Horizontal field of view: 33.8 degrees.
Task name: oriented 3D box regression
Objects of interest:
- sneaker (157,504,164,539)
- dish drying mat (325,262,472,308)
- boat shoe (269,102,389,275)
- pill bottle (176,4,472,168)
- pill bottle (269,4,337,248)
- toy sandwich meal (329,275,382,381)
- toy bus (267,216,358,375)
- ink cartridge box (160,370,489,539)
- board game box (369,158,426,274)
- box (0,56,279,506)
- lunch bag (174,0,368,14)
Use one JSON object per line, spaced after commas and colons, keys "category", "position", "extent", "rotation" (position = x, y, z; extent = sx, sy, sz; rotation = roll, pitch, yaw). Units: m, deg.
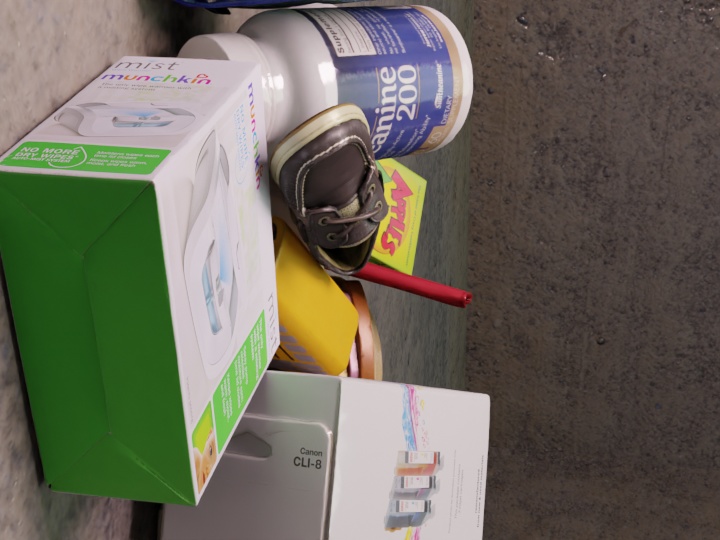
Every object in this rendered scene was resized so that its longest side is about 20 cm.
{"category": "sneaker", "position": [-0.110, 0.161, 0.889], "extent": [0.081, 0.075, 0.200], "rotation": [53, 41, -62]}
{"category": "dish drying mat", "position": [0.000, 0.000, 1.057], "extent": [0.077, 0.200, 0.018], "rotation": [14, 93, -80]}
{"category": "boat shoe", "position": [-0.011, -0.048, 0.776], "extent": [0.065, 0.073, 0.200], "rotation": [58, -4, 13]}
{"category": "pill bottle", "position": [-0.026, -0.128, 0.832], "extent": [0.200, 0.111, 0.111], "rotation": [-12, 112, -39]}
{"category": "pill bottle", "position": [-0.052, -0.119, 0.957], "extent": [0.111, 0.111, 0.200], "rotation": [80, 17, -55]}
{"category": "toy sandwich meal", "position": [-0.045, 0.095, 1.107], "extent": [0.205, 0.070, 0.206], "rotation": [-14, -107, 60]}
{"category": "toy bus", "position": [-0.059, 0.028, 0.888], "extent": [0.200, 0.078, 0.065], "rotation": [53, 46, -58]}
{"category": "ink cartridge box", "position": [-0.021, 0.148, 0.838], "extent": [0.200, 0.145, 0.145], "rotation": [16, 77, -53]}
{"category": "board game box", "position": [-0.016, -0.070, 1.112], "extent": [0.200, 0.048, 0.102], "rotation": [26, 68, -50]}
{"category": "box", "position": [-0.119, 0.000, 0.683], "extent": [0.177, 0.096, 0.200], "rotation": [-63, 155, -59]}
{"category": "lunch bag", "position": [-0.031, -0.218, 0.782], "extent": [0.161, 0.199, 0.083], "rotation": [-45, 132, -77]}
